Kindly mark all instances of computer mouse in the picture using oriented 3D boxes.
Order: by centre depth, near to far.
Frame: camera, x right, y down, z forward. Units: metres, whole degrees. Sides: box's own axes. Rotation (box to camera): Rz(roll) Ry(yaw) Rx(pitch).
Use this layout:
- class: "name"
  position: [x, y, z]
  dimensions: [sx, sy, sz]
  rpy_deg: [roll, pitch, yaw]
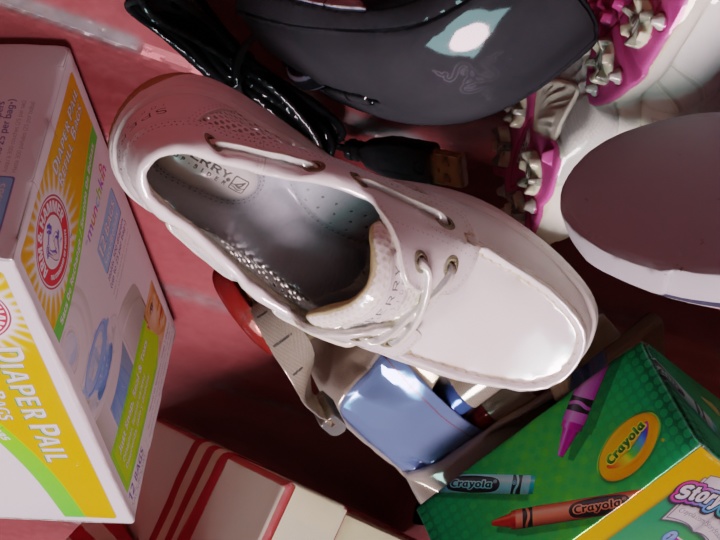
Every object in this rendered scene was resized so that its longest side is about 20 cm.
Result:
- class: "computer mouse"
  position: [0.010, -0.062, 0.834]
  dimensions: [0.200, 0.046, 0.140]
  rpy_deg: [3, 150, 40]

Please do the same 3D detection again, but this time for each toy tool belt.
- class: "toy tool belt"
  position: [0.041, 0.018, 0.944]
  dimensions: [0.123, 0.125, 0.200]
  rpy_deg: [-38, 134, 9]

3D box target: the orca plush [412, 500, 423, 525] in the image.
- class: "orca plush"
  position: [0.124, 0.140, 1.114]
  dimensions: [0.200, 0.071, 0.105]
  rpy_deg: [8, 145, 3]

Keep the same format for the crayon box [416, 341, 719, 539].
- class: "crayon box"
  position: [0.130, 0.118, 0.960]
  dimensions: [0.119, 0.058, 0.200]
  rpy_deg: [-38, 139, 15]

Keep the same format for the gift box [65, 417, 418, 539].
- class: "gift box"
  position: [-0.049, 0.194, 1.078]
  dimensions: [0.187, 0.200, 0.184]
  rpy_deg: [29, 169, -27]

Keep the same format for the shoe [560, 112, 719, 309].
- class: "shoe"
  position: [0.161, 0.009, 0.739]
  dimensions: [0.200, 0.072, 0.091]
  rpy_deg: [9, 145, 38]

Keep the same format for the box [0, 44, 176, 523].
- class: "box"
  position: [-0.156, 0.010, 0.961]
  dimensions: [0.101, 0.113, 0.200]
  rpy_deg: [1, 143, 12]

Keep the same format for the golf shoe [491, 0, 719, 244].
- class: "golf shoe"
  position: [0.114, -0.073, 0.824]
  dimensions: [0.091, 0.075, 0.200]
  rpy_deg: [5, 152, -14]

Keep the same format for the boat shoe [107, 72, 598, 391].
- class: "boat shoe"
  position: [0.000, 0.000, 0.820]
  dimensions: [0.200, 0.069, 0.071]
  rpy_deg: [24, 108, -17]
